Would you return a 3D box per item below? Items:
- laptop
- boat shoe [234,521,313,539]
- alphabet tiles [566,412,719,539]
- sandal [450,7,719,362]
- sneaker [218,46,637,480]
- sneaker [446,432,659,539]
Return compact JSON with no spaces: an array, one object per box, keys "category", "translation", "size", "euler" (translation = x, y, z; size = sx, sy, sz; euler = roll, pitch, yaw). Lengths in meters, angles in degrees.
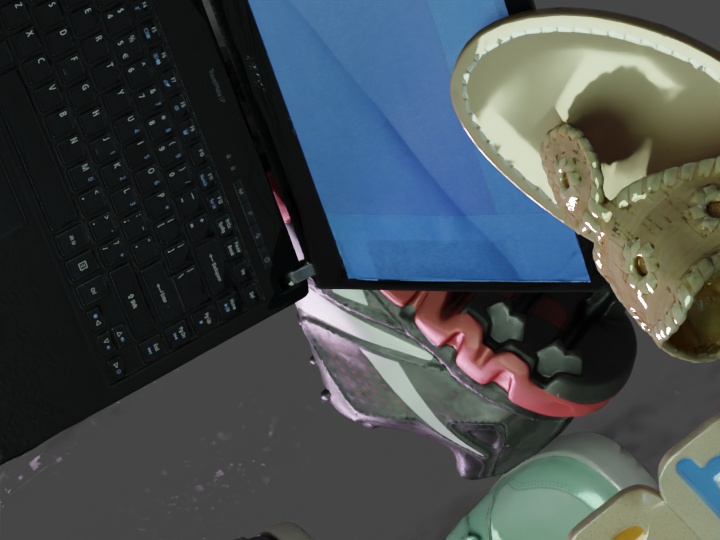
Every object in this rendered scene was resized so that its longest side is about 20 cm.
[{"category":"laptop","translation":[-0.046,-0.036,0.925],"size":[0.103,0.199,0.178],"euler":[38,152,56]},{"category":"boat shoe","translation":[-0.055,0.185,1.193],"size":[0.073,0.062,0.201],"euler":[46,143,34]},{"category":"alphabet tiles","translation":[0.169,0.120,0.960],"size":[0.200,0.015,0.196],"euler":[-40,107,16]},{"category":"sandal","translation":[0.114,-0.001,0.868],"size":[0.211,0.070,0.078],"euler":[33,125,1]},{"category":"sneaker","translation":[0.000,0.000,1.049],"size":[0.200,0.071,0.098],"euler":[39,131,8]},{"category":"sneaker","translation":[0.035,0.147,1.083],"size":[0.074,0.118,0.201],"euler":[44,132,7]}]
